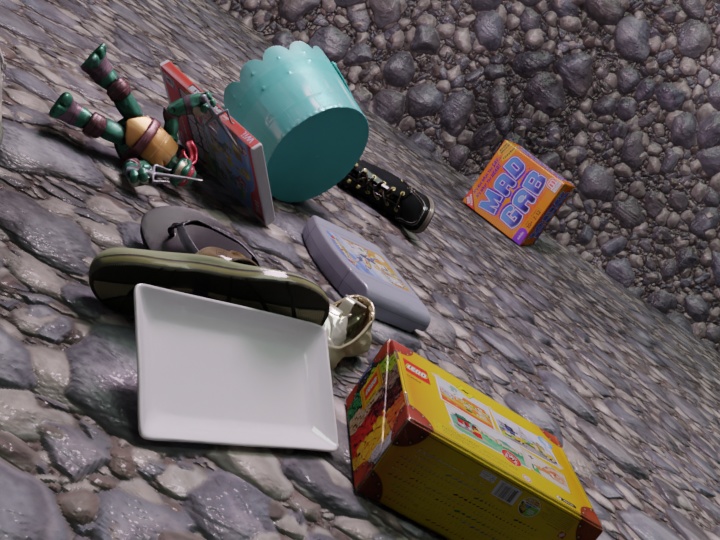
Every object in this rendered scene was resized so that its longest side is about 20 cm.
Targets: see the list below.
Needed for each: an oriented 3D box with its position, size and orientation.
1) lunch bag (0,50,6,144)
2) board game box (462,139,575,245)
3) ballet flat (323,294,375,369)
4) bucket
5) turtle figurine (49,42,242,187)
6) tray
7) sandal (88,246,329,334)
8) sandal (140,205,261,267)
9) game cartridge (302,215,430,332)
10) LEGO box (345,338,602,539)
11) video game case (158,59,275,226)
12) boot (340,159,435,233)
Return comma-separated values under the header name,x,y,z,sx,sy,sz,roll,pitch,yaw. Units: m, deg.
name,x,y,z,sx,sy,sz,roll,pitch,yaw
lunch bag,-0.365,-0.168,0.715,0.168,0.139,0.200,45,7,-37
board game box,0.434,-0.208,2.436,0.200,0.201,0.200,39,16,15
ballet flat,-0.032,0.056,0.866,0.069,0.070,0.200,38,15,12
bucket,-0.094,-0.208,1.299,0.206,0.207,0.135,12,36,-55
turtle figurine,-0.238,-0.149,1.000,0.199,0.100,0.151,37,52,-25
tray,-0.092,0.080,0.672,0.199,0.022,0.109,17,58,-49
sandal,-0.117,0.009,0.728,0.199,0.080,0.058,15,38,-19
sandal,-0.124,-0.006,0.818,0.199,0.043,0.076,37,50,24
game cartridge,0.000,0.000,1.170,0.133,0.042,0.200,29,16,-38
LEGO box,0.092,0.165,0.774,0.199,0.078,0.149,31,15,-13
video game case,-0.182,-0.161,1.136,0.200,0.017,0.144,43,-24,27
boot,0.038,-0.142,1.624,0.153,0.074,0.204,25,11,-26
